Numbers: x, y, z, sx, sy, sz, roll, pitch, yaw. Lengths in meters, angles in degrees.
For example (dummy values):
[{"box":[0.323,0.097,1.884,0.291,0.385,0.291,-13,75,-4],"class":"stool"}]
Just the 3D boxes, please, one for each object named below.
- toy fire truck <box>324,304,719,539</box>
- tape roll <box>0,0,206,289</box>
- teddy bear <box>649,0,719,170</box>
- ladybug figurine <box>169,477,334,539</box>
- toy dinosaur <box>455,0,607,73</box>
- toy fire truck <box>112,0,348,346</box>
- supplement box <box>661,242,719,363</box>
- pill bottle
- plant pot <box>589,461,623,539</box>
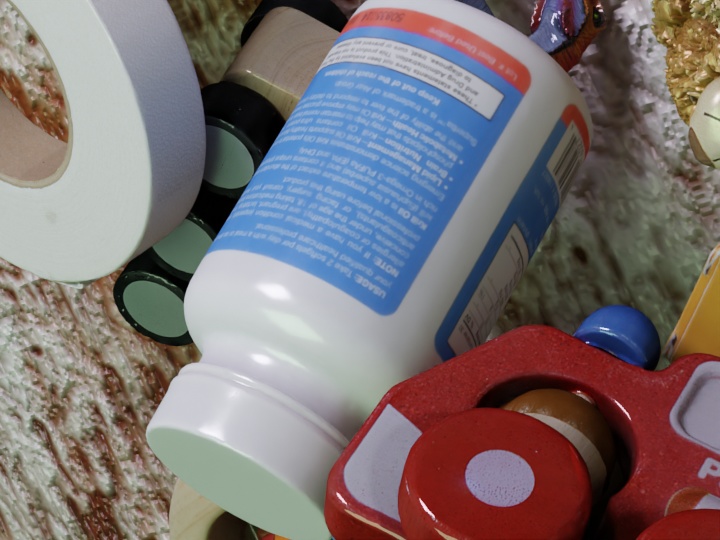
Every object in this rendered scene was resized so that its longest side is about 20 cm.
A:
[{"box":[0.098,0.091,0.935,0.200,0.168,0.112,26,138,15],"class":"toy fire truck"},{"box":[-0.149,-0.089,1.121,0.203,0.037,0.203,29,138,30],"class":"tape roll"},{"box":[0.183,-0.070,0.940,0.200,0.067,0.145,3,160,38],"class":"teddy bear"},{"box":[-0.002,0.105,1.123,0.136,0.072,0.200,50,139,-9],"class":"ladybug figurine"},{"box":[0.013,-0.149,1.055,0.200,0.105,0.182,-8,117,43],"class":"toy dinosaur"},{"box":[0.003,0.002,1.162,0.200,0.129,0.176,29,139,2],"class":"toy fire truck"},{"box":[0.219,0.050,0.987,0.200,0.069,0.067,32,133,12],"class":"supplement box"},{"box":[0.000,0.000,1.017,0.112,0.200,0.112,27,158,11],"class":"pill bottle"},{"box":[0.135,0.154,1.076,0.200,0.200,0.175,53,155,5],"class":"plant pot"}]
